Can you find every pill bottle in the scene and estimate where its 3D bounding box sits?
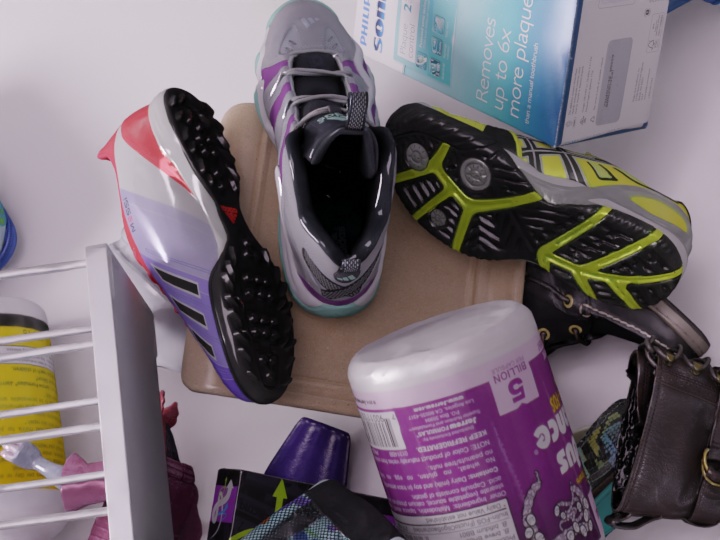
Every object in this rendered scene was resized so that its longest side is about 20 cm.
[{"bbox_3d":[-0.252,0.127,1.129,0.111,0.111,0.201,-15,73,13],"label":"pill bottle"},{"bbox_3d":[0.073,0.127,0.947,0.112,0.112,0.201,-17,98,12],"label":"pill bottle"}]

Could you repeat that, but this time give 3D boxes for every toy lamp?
[{"bbox_3d":[-0.056,0.193,1.084,0.058,0.058,0.201,19,83,20],"label":"toy lamp"}]

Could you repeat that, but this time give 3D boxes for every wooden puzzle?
[{"bbox_3d":[0.000,0.000,1.036,0.198,0.037,0.186,8,71,-3],"label":"wooden puzzle"}]

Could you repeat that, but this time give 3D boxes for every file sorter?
[{"bbox_3d":[-0.180,0.109,0.966,0.124,0.139,0.201,-9,73,2],"label":"file sorter"}]

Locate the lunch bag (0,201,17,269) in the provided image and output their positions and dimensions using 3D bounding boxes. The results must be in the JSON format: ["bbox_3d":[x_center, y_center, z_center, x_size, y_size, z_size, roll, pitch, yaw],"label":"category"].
[{"bbox_3d":[-0.355,-0.013,1.210,0.200,0.082,0.161,-44,68,2],"label":"lunch bag"}]

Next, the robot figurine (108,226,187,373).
[{"bbox_3d":[-0.094,-0.014,1.114,0.200,0.113,0.170,-50,31,1],"label":"robot figurine"}]

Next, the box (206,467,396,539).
[{"bbox_3d":[-0.034,0.232,1.030,0.036,0.142,0.202,-8,71,60],"label":"box"}]

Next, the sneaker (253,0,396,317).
[{"bbox_3d":[-0.014,-0.084,0.967,0.077,0.140,0.201,-8,74,-9],"label":"sneaker"}]

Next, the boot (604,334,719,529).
[{"bbox_3d":[0.240,0.073,0.981,0.173,0.069,0.201,18,84,-6],"label":"boot"}]

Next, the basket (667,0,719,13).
[{"bbox_3d":[0.188,-0.249,1.076,0.199,0.139,0.177,-27,69,30],"label":"basket"}]

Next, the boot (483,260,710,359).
[{"bbox_3d":[0.102,0.050,1.061,0.199,0.073,0.151,31,86,25],"label":"boot"}]

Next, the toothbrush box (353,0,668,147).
[{"bbox_3d":[0.091,-0.181,1.047,0.200,0.085,0.147,34,126,44],"label":"toothbrush box"}]

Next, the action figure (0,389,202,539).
[{"bbox_3d":[-0.147,0.172,1.049,0.148,0.133,0.201,10,82,50],"label":"action figure"}]

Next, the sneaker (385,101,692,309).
[{"bbox_3d":[0.105,-0.044,1.015,0.199,0.076,0.076,29,125,12],"label":"sneaker"}]

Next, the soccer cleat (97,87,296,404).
[{"bbox_3d":[-0.097,-0.006,0.989,0.073,0.068,0.201,-30,69,26],"label":"soccer cleat"}]

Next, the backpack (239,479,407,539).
[{"bbox_3d":[-0.043,0.238,0.911,0.199,0.178,0.150,-31,41,-16],"label":"backpack"}]

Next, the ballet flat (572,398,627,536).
[{"bbox_3d":[0.113,0.155,1.045,0.200,0.074,0.074,-40,69,2],"label":"ballet flat"}]
